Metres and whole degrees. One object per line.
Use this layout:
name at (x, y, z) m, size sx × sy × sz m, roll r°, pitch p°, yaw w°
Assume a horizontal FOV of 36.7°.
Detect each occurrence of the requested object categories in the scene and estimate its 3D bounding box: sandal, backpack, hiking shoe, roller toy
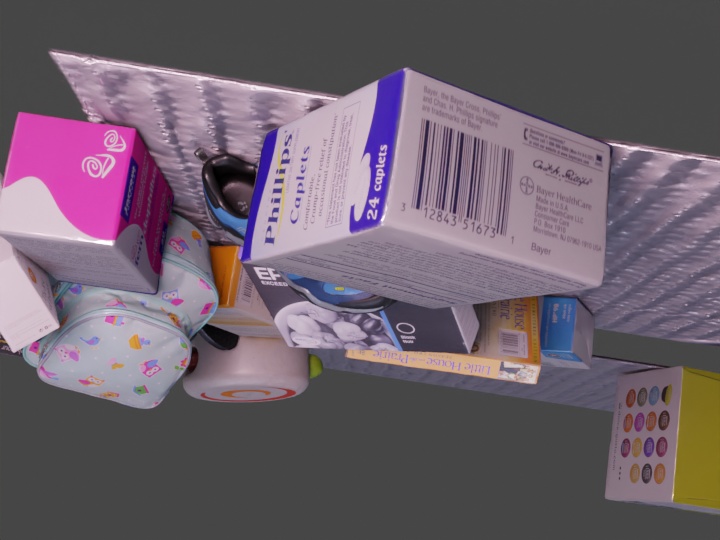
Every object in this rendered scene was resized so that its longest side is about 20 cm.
sandal at (-0.224, 0.037, 1.378) m, size 0.045 × 0.076 × 0.200 m, roll -13°, pitch 143°, yaw 33°
backpack at (-0.244, 0.036, 1.129) m, size 0.175 × 0.201 × 0.154 m, roll 22°, pitch -152°, yaw -29°
hiking shoe at (-0.053, -0.028, 0.894) m, size 0.199 × 0.075 × 0.087 m, roll 27°, pitch 166°, yaw 16°
roller toy at (-0.164, 0.106, 1.542) m, size 0.181 × 0.141 × 0.200 m, roll -8°, pitch 164°, yaw 20°

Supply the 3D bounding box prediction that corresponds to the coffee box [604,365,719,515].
coffee box at (0.520, 0.268, 1.673) m, size 0.198 × 0.202 × 0.198 m, roll 12°, pitch 167°, yaw -14°

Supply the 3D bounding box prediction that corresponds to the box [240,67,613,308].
box at (0.043, -0.046, 0.769) m, size 0.183 × 0.106 × 0.199 m, roll 15°, pitch 166°, yaw -30°

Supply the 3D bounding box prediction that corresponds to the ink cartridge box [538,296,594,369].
ink cartridge box at (0.174, 0.072, 1.319) m, size 0.198 × 0.067 × 0.116 m, roll 3°, pitch 167°, yaw 23°

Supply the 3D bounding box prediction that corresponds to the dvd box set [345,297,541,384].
dvd box set at (0.090, 0.051, 1.148) m, size 0.198 × 0.147 × 0.030 m, roll 7°, pitch 126°, yaw 1°

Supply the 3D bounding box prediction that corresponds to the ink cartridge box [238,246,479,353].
ink cartridge box at (-0.007, 0.004, 1.000) m, size 0.196 × 0.044 × 0.201 m, roll 1°, pitch 141°, yaw 22°

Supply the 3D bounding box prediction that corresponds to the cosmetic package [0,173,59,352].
cosmetic package at (-0.325, -0.014, 0.996) m, size 0.083 × 0.050 × 0.200 m, roll 64°, pitch 173°, yaw -33°

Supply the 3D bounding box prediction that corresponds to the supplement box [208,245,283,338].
supplement box at (-0.147, 0.028, 1.324) m, size 0.125 × 0.074 × 0.200 m, roll 1°, pitch 166°, yaw 29°

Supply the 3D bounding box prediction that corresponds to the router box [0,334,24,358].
router box at (-0.345, 0.022, 1.223) m, size 0.198 × 0.158 × 0.052 m, roll 16°, pitch -166°, yaw -28°

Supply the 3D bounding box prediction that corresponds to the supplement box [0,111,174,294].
supplement box at (-0.233, -0.052, 0.946) m, size 0.102 × 0.102 × 0.200 m, roll 8°, pitch 168°, yaw 2°
